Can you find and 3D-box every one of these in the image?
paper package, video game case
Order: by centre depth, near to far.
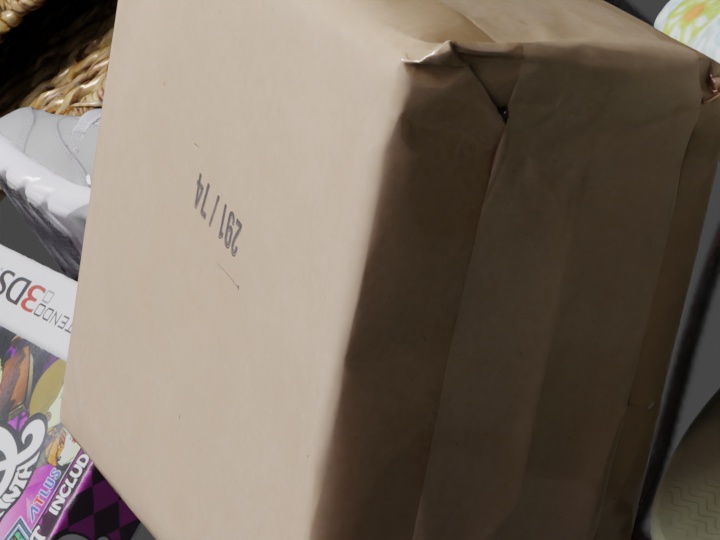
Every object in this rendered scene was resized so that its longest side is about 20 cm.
[{"bbox_3d":[0.000,0.000,0.804,0.200,0.103,0.191,40,123,58],"label":"paper package"},{"bbox_3d":[-0.146,0.092,1.017,0.200,0.036,0.181,-60,32,-5],"label":"video game case"}]

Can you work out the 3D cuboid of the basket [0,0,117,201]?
[{"bbox_3d":[-0.178,-0.130,1.204,0.200,0.143,0.149,-35,34,25],"label":"basket"}]

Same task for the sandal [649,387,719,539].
[{"bbox_3d":[0.138,0.000,0.734,0.201,0.057,0.080,-53,35,-7],"label":"sandal"}]

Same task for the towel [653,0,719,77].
[{"bbox_3d":[0.183,-0.075,0.716,0.171,0.048,0.200,-37,25,-5],"label":"towel"}]

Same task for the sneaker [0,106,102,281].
[{"bbox_3d":[-0.073,-0.029,1.051,0.082,0.075,0.200,-44,34,-17],"label":"sneaker"}]
